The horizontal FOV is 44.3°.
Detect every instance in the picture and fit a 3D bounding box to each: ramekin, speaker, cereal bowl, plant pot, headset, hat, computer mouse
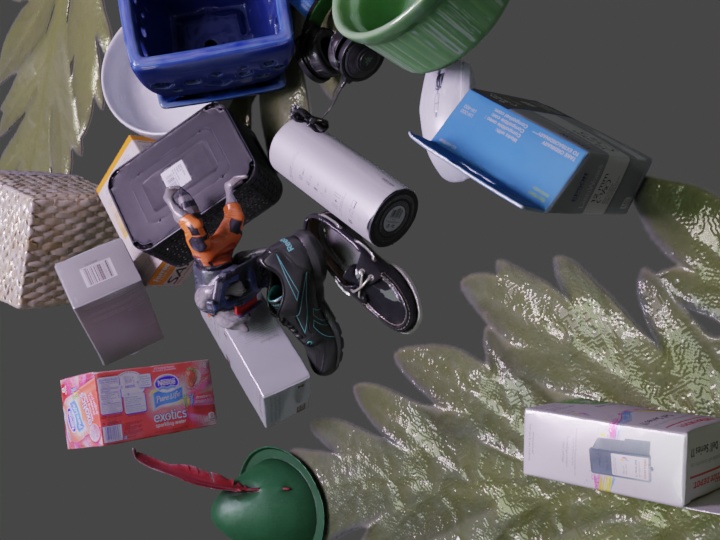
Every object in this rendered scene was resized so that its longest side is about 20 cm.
[{"bbox_3d":[0.072,-0.311,0.948,0.200,0.098,0.201,-28,47,36],"label":"ramekin"},{"bbox_3d":[-0.025,-0.112,1.091,0.200,0.081,0.081,38,115,34],"label":"speaker"},{"bbox_3d":[-0.262,-0.276,1.270,0.199,0.083,0.201,-2,79,13],"label":"cereal bowl"},{"bbox_3d":[-0.194,-0.320,1.126,0.180,0.199,0.201,106,152,-76],"label":"plant pot"},{"bbox_3d":[-0.036,-0.269,1.087,0.123,0.094,0.201,9,86,41],"label":"headset"},{"bbox_3d":[-0.176,0.327,1.172,0.200,0.176,0.166,11,99,41],"label":"hat"},{"bbox_3d":[0.098,-0.201,1.004,0.109,0.044,0.201,-10,85,40],"label":"computer mouse"}]

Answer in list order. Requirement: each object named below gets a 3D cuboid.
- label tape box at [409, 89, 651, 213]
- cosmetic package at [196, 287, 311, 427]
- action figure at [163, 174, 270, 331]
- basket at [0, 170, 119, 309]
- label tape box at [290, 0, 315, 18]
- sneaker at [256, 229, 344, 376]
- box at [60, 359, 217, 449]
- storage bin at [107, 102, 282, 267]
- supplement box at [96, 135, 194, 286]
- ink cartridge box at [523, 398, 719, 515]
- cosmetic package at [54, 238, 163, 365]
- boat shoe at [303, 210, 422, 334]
[{"bbox_3d":[0.163,-0.113,0.835,0.143,0.200,0.066,38,114,34],"label":"label tape box"},{"bbox_3d":[-0.144,0.098,1.182,0.200,0.074,0.102,57,160,27],"label":"cosmetic package"},{"bbox_3d":[-0.165,-0.019,1.115,0.104,0.200,0.194,-4,99,30],"label":"action figure"},{"bbox_3d":[-0.510,-0.050,1.448,0.161,0.200,0.199,20,105,33],"label":"basket"},{"bbox_3d":[-0.076,-0.448,1.136,0.143,0.066,0.200,49,119,29],"label":"label tape box"},{"bbox_3d":[-0.078,0.049,1.112,0.075,0.079,0.201,21,129,53],"label":"sneaker"},{"bbox_3d":[-0.317,0.190,1.278,0.094,0.200,0.103,-13,83,40],"label":"box"},{"bbox_3d":[-0.225,-0.114,1.207,0.200,0.094,0.135,-33,68,8],"label":"storage bin"},{"bbox_3d":[-0.311,-0.091,1.347,0.126,0.073,0.200,-47,62,31],"label":"supplement box"},{"bbox_3d":[0.266,0.167,0.818,0.200,0.117,0.068,3,91,41],"label":"ink cartridge box"},{"bbox_3d":[-0.371,0.051,1.323,0.090,0.107,0.200,58,161,22],"label":"cosmetic package"},{"bbox_3d":[0.000,0.000,1.085,0.074,0.060,0.200,-51,60,29],"label":"boat shoe"}]
